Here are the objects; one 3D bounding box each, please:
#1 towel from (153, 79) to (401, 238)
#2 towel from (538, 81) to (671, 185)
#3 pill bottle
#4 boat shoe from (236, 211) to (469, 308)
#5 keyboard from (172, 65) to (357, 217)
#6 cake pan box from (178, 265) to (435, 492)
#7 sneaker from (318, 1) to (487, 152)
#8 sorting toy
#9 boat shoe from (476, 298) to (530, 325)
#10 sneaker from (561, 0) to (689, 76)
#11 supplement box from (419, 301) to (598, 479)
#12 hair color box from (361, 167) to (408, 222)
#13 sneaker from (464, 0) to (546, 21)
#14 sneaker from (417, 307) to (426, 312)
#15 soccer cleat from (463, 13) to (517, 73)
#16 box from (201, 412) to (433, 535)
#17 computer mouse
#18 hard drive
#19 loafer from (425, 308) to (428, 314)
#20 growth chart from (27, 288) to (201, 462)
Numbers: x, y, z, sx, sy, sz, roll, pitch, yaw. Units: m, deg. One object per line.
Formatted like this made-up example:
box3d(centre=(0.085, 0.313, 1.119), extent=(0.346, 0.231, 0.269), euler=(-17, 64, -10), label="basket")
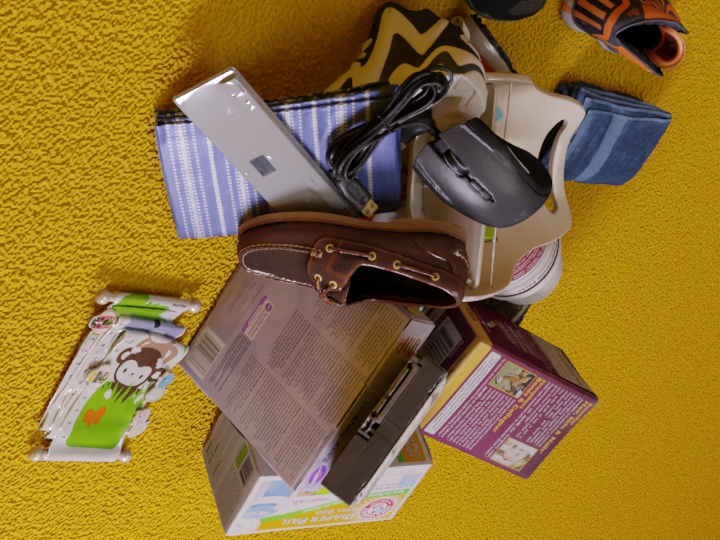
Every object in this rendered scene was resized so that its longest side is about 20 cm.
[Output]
box3d(centre=(-0.063, -0.089, 1.065), extent=(0.197, 0.024, 0.146), euler=(-7, 140, -3), label="towel")
box3d(centre=(0.265, -0.147, 1.448), extent=(0.199, 0.048, 0.112), euler=(1, 124, -50), label="towel")
box3d(centre=(0.145, -0.037, 1.361), extent=(0.113, 0.113, 0.200), euler=(-48, 148, 0), label="pill bottle")
box3d(centre=(-0.009, -0.005, 1.080), extent=(0.071, 0.197, 0.071), euler=(77, 17, -62), label="boat shoe")
box3d(centre=(-0.072, -0.088, 1.040), extent=(0.056, 0.011, 0.200), euler=(-20, 139, 21), label="keyboard")
box3d(centre=(-0.055, 0.071, 1.170), extent=(0.052, 0.184, 0.201), euler=(17, 110, -55), label="cake pan box")
box3d(centre=(0.013, -0.163, 1.113), extent=(0.198, 0.131, 0.080), euler=(-22, 131, 25), label="sneaker")
box3d(centre=(0.138, -0.090, 1.202), extent=(0.178, 0.106, 0.203), euler=(-7, 109, -36), label="sorting toy")
box3d(centre=(0.146, 0.056, 1.509), extent=(0.200, 0.075, 0.073), euler=(-49, 158, 17), label="boat shoe")
box3d(centre=(0.295, -0.238, 1.329), extent=(0.199, 0.112, 0.078), euler=(-3, 127, -48), label="sneaker")
box3d(centre=(0.141, 0.126, 1.428), extent=(0.199, 0.104, 0.131), euler=(28, 110, -35), label="supplement box")
box3d(centre=(0.000, 0.000, 1.276), extent=(0.101, 0.061, 0.202), euler=(-5, 127, -46), label="hair color box")
box3d(centre=(0.138, -0.260, 1.116), extent=(0.199, 0.113, 0.077), euler=(30, 85, -59), label="sneaker")
box3d(centre=(0.008, 0.060, 1.238), extent=(0.201, 0.074, 0.079), euler=(-52, 154, 17), label="sneaker")
box3d(centre=(0.122, -0.170, 1.251), extent=(0.073, 0.069, 0.200), euler=(-35, 148, 9), label="soccer cleat")
box3d(centre=(-0.044, 0.190, 1.318), extent=(0.198, 0.102, 0.113), euler=(0, 140, -30), label="box")
box3d(centre=(0.066, -0.068, 1.059), extent=(0.140, 0.046, 0.200), euler=(-33, 135, 21), label="computer mouse")
box3d(centre=(0.024, 0.143, 1.154), extent=(0.140, 0.038, 0.200), euler=(-54, 172, -6), label="hard drive")
box3d(centre=(0.041, 0.050, 1.364), extent=(0.071, 0.073, 0.201), euler=(-8, 131, -46), label="loafer")
box3d(centre=(-0.217, 0.098, 1.164), extent=(0.144, 0.018, 0.201), euler=(1, 124, -51), label="growth chart")
